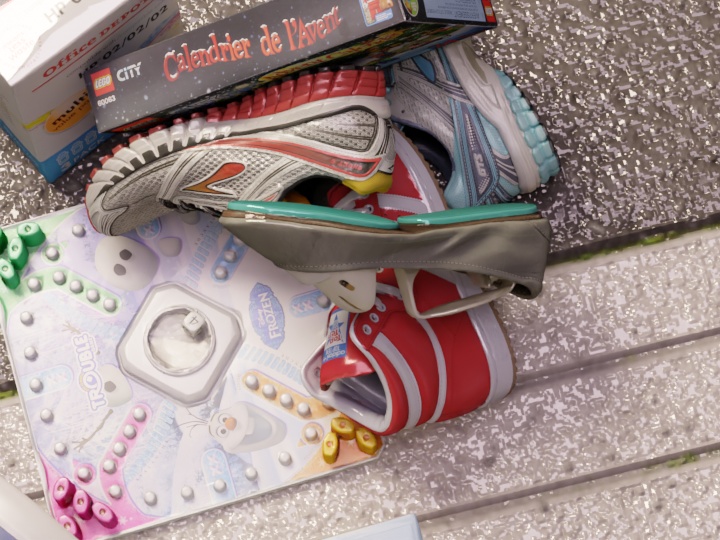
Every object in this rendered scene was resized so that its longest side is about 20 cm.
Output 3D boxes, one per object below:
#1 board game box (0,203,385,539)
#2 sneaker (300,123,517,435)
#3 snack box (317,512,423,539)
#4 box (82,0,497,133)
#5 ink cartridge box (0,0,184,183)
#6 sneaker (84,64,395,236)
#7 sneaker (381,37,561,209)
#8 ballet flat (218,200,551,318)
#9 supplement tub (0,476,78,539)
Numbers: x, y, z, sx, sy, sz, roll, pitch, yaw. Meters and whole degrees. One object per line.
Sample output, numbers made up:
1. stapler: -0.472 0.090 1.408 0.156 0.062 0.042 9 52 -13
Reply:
1. board game box: -0.106 0.041 1.404 0.198 0.026 0.201 -16 74 -4
2. sneaker: 0.000 0.000 1.371 0.112 0.071 0.201 -21 76 -36
3. snack box: -0.044 0.196 1.266 0.167 0.200 0.068 -15 73 -4
4. box: -0.038 -0.125 1.354 0.199 0.136 0.038 -18 87 25
5. ink cartridge box: -0.166 -0.139 1.367 0.115 0.200 0.068 -39 76 -10
6. sneaker: -0.071 -0.052 1.352 0.199 0.078 0.083 -17 86 27
7. sneaker: 0.031 -0.118 1.426 0.086 0.078 0.200 -35 76 -6
8. ballet flat: 0.017 -0.005 1.303 0.199 0.067 0.064 0 97 -27
9. supplement tub: -0.233 0.214 1.291 0.145 0.145 0.200 36 77 11
